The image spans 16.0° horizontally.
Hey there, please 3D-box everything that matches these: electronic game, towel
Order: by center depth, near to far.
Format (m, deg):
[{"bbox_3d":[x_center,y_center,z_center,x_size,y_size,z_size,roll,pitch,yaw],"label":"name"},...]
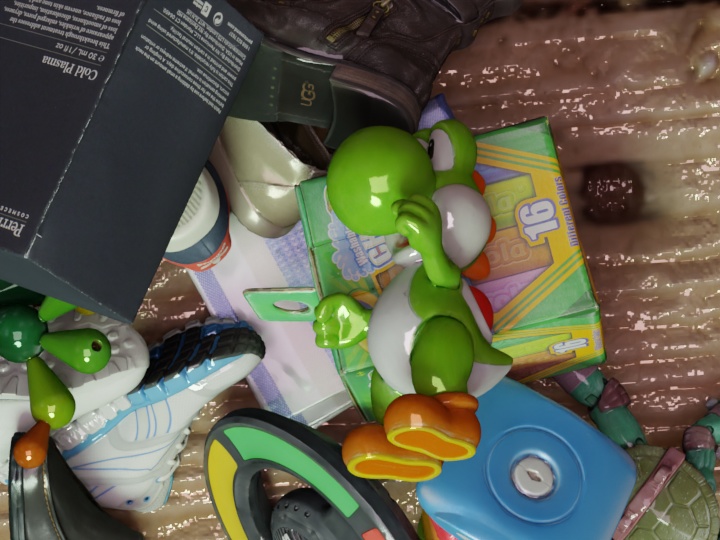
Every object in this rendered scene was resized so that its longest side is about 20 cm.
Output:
[{"bbox_3d":[-0.023,0.169,1.551,0.042,0.200,0.200,-36,94,-29],"label":"electronic game"},{"bbox_3d":[0.000,0.000,1.601,0.199,0.024,0.147,-30,92,5],"label":"towel"}]

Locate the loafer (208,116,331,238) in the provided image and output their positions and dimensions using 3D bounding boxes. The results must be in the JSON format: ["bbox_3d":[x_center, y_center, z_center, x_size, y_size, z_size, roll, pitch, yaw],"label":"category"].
[{"bbox_3d":[-0.076,-0.120,1.555,0.068,0.076,0.201,-28,94,27],"label":"loafer"}]

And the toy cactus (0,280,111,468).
[{"bbox_3d":[-0.222,0.030,1.501,0.164,0.102,0.201,13,58,27],"label":"toy cactus"}]

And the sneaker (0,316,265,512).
[{"bbox_3d":[-0.131,0.101,1.601,0.199,0.075,0.087,-30,106,23],"label":"sneaker"}]

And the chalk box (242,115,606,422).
[{"bbox_3d":[0.034,0.008,1.512,0.199,0.124,0.124,-15,73,4],"label":"chalk box"}]

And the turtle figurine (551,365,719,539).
[{"bbox_3d":[0.180,0.132,1.571,0.200,0.101,0.150,40,90,7],"label":"turtle figurine"}]

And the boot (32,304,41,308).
[{"bbox_3d":[-0.225,0.013,1.601,0.154,0.077,0.201,15,91,-2],"label":"boot"}]

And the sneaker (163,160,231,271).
[{"bbox_3d":[-0.140,-0.077,1.536,0.075,0.085,0.200,-32,62,1],"label":"sneaker"}]

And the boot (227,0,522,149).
[{"bbox_3d":[-0.017,-0.158,1.523,0.199,0.174,0.069,25,138,4],"label":"boot"}]

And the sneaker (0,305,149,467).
[{"bbox_3d":[-0.221,0.082,1.565,0.199,0.077,0.081,-14,131,4],"label":"sneaker"}]

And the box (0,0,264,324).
[{"bbox_3d":[-0.187,-0.092,1.423,0.199,0.104,0.183,18,78,37],"label":"box"}]

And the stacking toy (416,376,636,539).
[{"bbox_3d":[0.072,0.161,1.546,0.116,0.200,0.110,32,58,0],"label":"stacking toy"}]

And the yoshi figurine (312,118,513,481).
[{"bbox_3d":[0.018,0.005,1.396,0.112,0.112,0.201,-4,66,17],"label":"yoshi figurine"}]

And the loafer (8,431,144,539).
[{"bbox_3d":[-0.167,0.166,1.571,0.072,0.073,0.200,-6,139,8],"label":"loafer"}]
